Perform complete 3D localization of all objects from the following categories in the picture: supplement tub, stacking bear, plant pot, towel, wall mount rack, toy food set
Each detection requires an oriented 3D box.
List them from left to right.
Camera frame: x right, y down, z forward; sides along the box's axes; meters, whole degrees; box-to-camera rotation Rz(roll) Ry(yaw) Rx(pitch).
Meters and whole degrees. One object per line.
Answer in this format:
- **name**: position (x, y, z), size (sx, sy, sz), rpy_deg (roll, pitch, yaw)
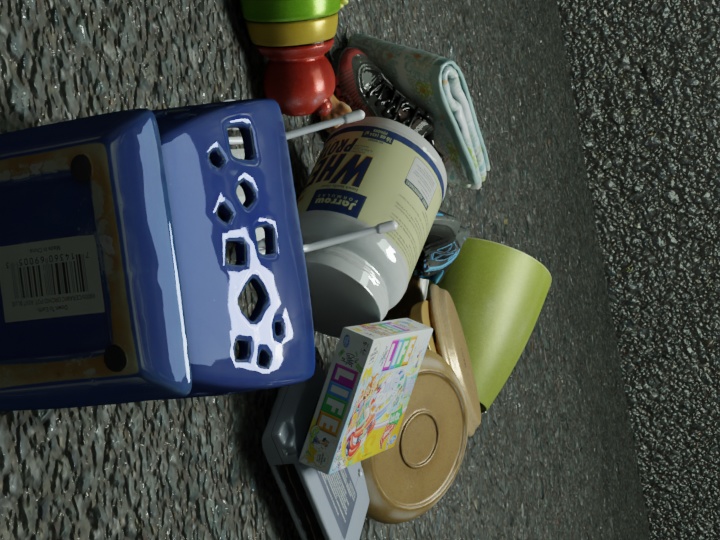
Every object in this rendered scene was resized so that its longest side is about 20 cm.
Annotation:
- **plant pot**: position (-0.161, -0.007, 0.871), size (0.179, 0.197, 0.203), rpy_deg (-11, 95, -65)
- **stacking bear**: position (-0.069, -0.260, 1.366), size (0.114, 0.120, 0.203), rpy_deg (-53, 140, -67)
- **wall mount rack**: position (-0.062, -0.081, 1.267), size (0.172, 0.074, 0.203), rpy_deg (-9, 80, -45)
- **supplement tub**: position (-0.002, -0.045, 1.389), size (0.201, 0.143, 0.146), rpy_deg (-66, 146, -34)
- **plant pot**: position (0.059, 0.188, 1.487), size (0.198, 0.027, 0.203), rpy_deg (-10, 104, -44)
- **towel**: position (0.072, -0.199, 1.676), size (0.048, 0.170, 0.201), rpy_deg (-45, 135, -26)
- **toy food set**: position (0.107, 0.116, 1.640), size (0.200, 0.048, 0.200), rpy_deg (-78, 152, -73)
- **plant pot**: position (0.150, 0.085, 1.813), size (0.187, 0.185, 0.202), rpy_deg (50, 52, -58)

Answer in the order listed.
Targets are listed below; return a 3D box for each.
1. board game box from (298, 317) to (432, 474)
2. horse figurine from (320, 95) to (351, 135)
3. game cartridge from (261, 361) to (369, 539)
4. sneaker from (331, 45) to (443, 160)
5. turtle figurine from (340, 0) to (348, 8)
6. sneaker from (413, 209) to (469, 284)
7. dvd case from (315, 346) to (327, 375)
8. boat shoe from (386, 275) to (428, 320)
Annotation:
- **board game box**: position (0.009, 0.120, 1.312), size (0.200, 0.034, 0.136), rpy_deg (-3, 112, -71)
- **horse figurine**: position (-0.002, -0.148, 1.557), size (0.133, 0.050, 0.200), rpy_deg (55, 3, 39)
- **game cartridge**: position (-0.041, 0.195, 1.325), size (0.134, 0.041, 0.202), rpy_deg (-76, 152, -55)
- **sneaker**: position (0.037, -0.189, 1.609), size (0.071, 0.097, 0.202), rpy_deg (-46, 117, -29)
- **turtle figurine**: position (-0.051, -0.353, 1.507), size (0.161, 0.064, 0.203), rpy_deg (31, 46, -76)
- **sneaker**: position (0.081, -0.032, 1.589), size (0.083, 0.073, 0.200), rpy_deg (-67, 158, -1)
- **dvd case**: position (-0.038, 0.205, 1.414), size (0.147, 0.022, 0.202), rpy_deg (-74, 150, -49)
- **boat shoe**: position (0.059, -0.034, 1.716), size (0.069, 0.070, 0.203), rpy_deg (-2, 94, -71)
